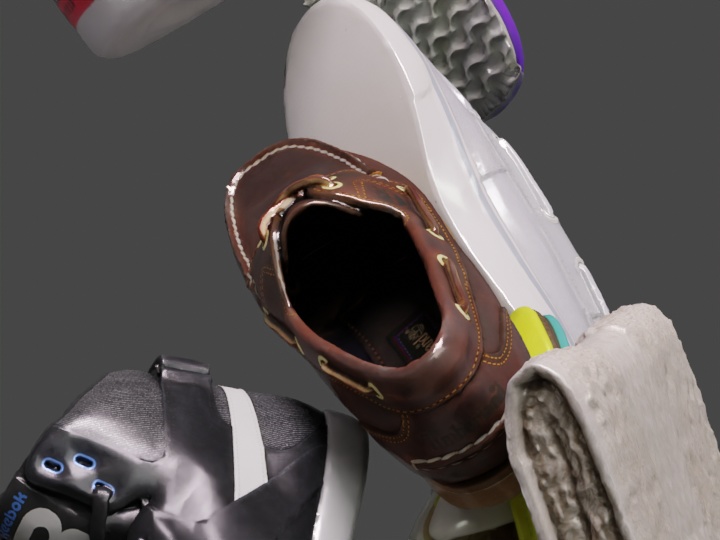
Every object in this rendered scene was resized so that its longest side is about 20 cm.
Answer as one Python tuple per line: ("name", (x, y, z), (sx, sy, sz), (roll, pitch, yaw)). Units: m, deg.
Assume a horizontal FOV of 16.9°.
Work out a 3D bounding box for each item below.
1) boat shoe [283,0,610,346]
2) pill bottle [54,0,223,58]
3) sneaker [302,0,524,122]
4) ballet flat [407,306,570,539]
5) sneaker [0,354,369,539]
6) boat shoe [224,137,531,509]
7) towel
("boat shoe", (0.040, -0.019, 0.906), (0.068, 0.072, 0.200), (-2, 48, -47))
("pill bottle", (-0.109, -0.189, 0.911), (0.111, 0.111, 0.200), (-35, 90, -43))
("sneaker", (0.000, -0.146, 0.996), (0.200, 0.070, 0.100), (43, 31, 6))
("ballet flat", (0.051, 0.106, 0.784), (0.067, 0.067, 0.200), (-6, 69, -13))
("sneaker", (-0.065, 0.109, 0.741), (0.112, 0.073, 0.200), (18, 37, -7))
("boat shoe", (0.000, 0.000, 0.813), (0.070, 0.070, 0.200), (47, -1, -36))
("towel", (0.100, 0.112, 0.753), (0.133, 0.034, 0.200), (-22, 93, -69))
